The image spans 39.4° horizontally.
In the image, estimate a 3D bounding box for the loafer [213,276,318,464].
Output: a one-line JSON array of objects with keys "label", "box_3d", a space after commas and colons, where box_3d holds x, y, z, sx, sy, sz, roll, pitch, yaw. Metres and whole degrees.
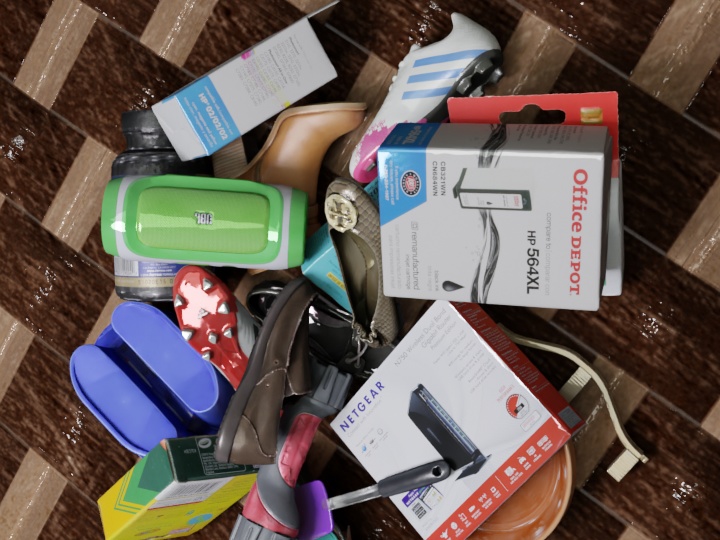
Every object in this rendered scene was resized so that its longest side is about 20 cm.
[{"label": "loafer", "box_3d": [-0.079, 0.103, 0.993, 0.070, 0.073, 0.202, 22, 71, -1]}]

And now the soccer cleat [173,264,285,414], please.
[{"label": "soccer cleat", "box_3d": [-0.131, 0.077, 1.073, 0.068, 0.085, 0.201, -33, 101, 12]}]

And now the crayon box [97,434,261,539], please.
[{"label": "crayon box", "box_3d": [-0.196, 0.238, 1.081, 0.200, 0.126, 0.051, -42, 58, 38]}]

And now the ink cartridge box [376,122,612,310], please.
[{"label": "ink cartridge box", "box_3d": [0.122, -0.051, 0.905, 0.197, 0.084, 0.148, 3, 113, 16]}]

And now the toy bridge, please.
[{"label": "toy bridge", "box_3d": [0.210, 0.121, 1.010, 0.200, 0.027, 0.067, 42, 105, 13]}]

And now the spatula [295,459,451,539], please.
[{"label": "spatula", "box_3d": [0.004, 0.224, 1.008, 0.198, 0.020, 0.057, -23, 73, 24]}]

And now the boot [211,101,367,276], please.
[{"label": "boot", "box_3d": [-0.062, -0.088, 1.069, 0.198, 0.073, 0.157, -17, 88, 29]}]

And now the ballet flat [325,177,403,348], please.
[{"label": "ballet flat", "box_3d": [0.000, 0.000, 0.982, 0.067, 0.046, 0.202, 22, 141, 36]}]

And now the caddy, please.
[{"label": "caddy", "box_3d": [-0.227, 0.128, 1.122, 0.200, 0.105, 0.141, 43, 84, 15]}]

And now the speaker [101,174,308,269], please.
[{"label": "speaker", "box_3d": [-0.152, -0.048, 1.004, 0.197, 0.088, 0.090, 3, 95, -2]}]

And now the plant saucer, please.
[{"label": "plant saucer", "box_3d": [0.125, 0.189, 1.025, 0.198, 0.032, 0.203, 5, 99, 31]}]

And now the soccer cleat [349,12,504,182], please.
[{"label": "soccer cleat", "box_3d": [0.057, -0.176, 1.029, 0.200, 0.070, 0.087, -41, 65, 14]}]

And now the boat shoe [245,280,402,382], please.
[{"label": "boat shoe", "box_3d": [-0.036, 0.070, 1.075, 0.198, 0.057, 0.068, 26, 101, 16]}]

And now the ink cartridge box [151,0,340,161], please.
[{"label": "ink cartridge box", "box_3d": [-0.103, -0.192, 1.021, 0.199, 0.115, 0.068, -35, 106, -18]}]

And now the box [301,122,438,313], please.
[{"label": "box", "box_3d": [0.035, -0.050, 1.027, 0.200, 0.049, 0.082, -41, 121, 17]}]

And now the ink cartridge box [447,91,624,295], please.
[{"label": "ink cartridge box", "box_3d": [0.166, -0.066, 0.948, 0.159, 0.050, 0.202, 1, 130, 17]}]

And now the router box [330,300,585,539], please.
[{"label": "router box", "box_3d": [0.090, 0.152, 0.993, 0.180, 0.049, 0.201, 47, 118, 17]}]

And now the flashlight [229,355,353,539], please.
[{"label": "flashlight", "box_3d": [-0.065, 0.191, 1.016, 0.067, 0.068, 0.202, 27, 82, -27]}]

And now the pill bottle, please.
[{"label": "pill bottle", "box_3d": [-0.216, -0.070, 1.099, 0.110, 0.112, 0.203, 0, 94, 19]}]

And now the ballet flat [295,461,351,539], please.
[{"label": "ballet flat", "box_3d": [-0.045, 0.278, 1.082, 0.068, 0.068, 0.202, -30, 75, 22]}]
